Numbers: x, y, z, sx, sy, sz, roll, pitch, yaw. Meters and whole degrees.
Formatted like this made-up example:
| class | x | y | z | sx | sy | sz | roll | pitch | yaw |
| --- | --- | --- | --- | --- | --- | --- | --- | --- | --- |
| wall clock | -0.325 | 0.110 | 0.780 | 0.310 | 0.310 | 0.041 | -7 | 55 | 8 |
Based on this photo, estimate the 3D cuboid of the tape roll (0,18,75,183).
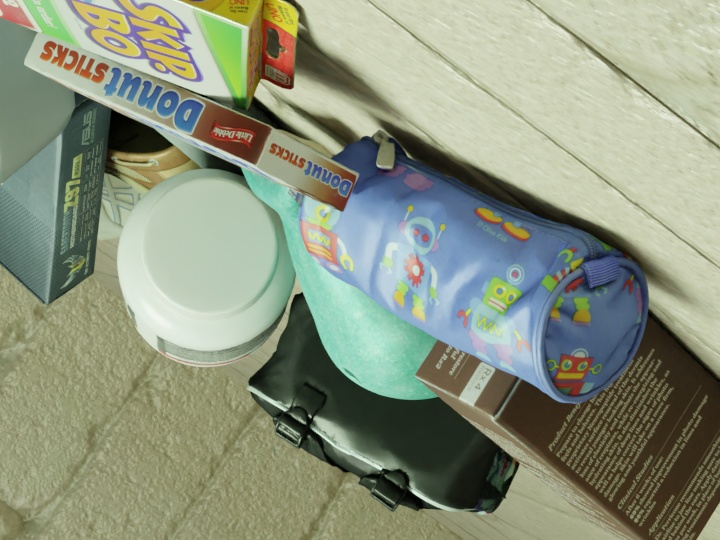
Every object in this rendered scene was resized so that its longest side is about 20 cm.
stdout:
| class | x | y | z | sx | sy | sz | roll | pitch | yaw |
| --- | --- | --- | --- | --- | --- | --- | --- | --- | --- |
| tape roll | -0.265 | -0.144 | 1.600 | 0.200 | 0.066 | 0.201 | 36 | 150 | 24 |

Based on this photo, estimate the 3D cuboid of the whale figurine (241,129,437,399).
| class | x | y | z | sx | sy | sz | roll | pitch | yaw |
| --- | --- | --- | --- | --- | --- | --- | --- | --- | --- |
| whale figurine | 0.000 | 0.000 | 1.515 | 0.200 | 0.104 | 0.159 | 40 | 171 | -34 |

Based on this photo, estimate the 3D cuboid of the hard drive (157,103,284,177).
| class | x | y | z | sx | sy | sz | roll | pitch | yaw |
| --- | --- | --- | --- | --- | --- | --- | --- | --- | --- |
| hard drive | -0.093 | -0.091 | 1.613 | 0.200 | 0.033 | 0.139 | 39 | 171 | -38 |

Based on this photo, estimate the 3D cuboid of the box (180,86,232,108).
| class | x | y | z | sx | sy | sz | roll | pitch | yaw |
| --- | --- | --- | --- | --- | --- | --- | --- | --- | --- |
| box | -0.155 | -0.157 | 1.430 | 0.137 | 0.040 | 0.200 | 38 | 171 | -36 |

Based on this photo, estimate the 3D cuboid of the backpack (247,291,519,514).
| class | x | y | z | sx | sy | sz | roll | pitch | yaw |
| --- | --- | --- | --- | --- | --- | --- | --- | --- | --- |
| backpack | 0.032 | 0.077 | 1.686 | 0.177 | 0.151 | 0.200 | 30 | 174 | 12 |

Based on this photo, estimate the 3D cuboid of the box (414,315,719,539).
| class | x | y | z | sx | sy | sz | roll | pitch | yaw |
| --- | --- | --- | --- | --- | --- | --- | --- | --- | --- |
| box | 0.128 | 0.073 | 1.440 | 0.075 | 0.100 | 0.200 | 26 | 169 | 45 |

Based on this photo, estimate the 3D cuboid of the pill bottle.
| class | x | y | z | sx | sy | sz | roll | pitch | yaw |
| --- | --- | --- | --- | --- | --- | --- | --- | --- | --- |
| pill bottle | -0.095 | -0.002 | 1.626 | 0.110 | 0.111 | 0.200 | 34 | 172 | 0 |

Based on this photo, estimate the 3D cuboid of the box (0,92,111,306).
| class | x | y | z | sx | sy | sz | roll | pitch | yaw |
| --- | --- | --- | --- | --- | --- | --- | --- | --- | --- |
| box | -0.237 | -0.093 | 1.740 | 0.158 | 0.051 | 0.201 | 40 | 146 | 20 |

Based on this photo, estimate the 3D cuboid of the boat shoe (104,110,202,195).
| class | x | y | z | sx | sy | sz | roll | pitch | yaw |
| --- | --- | --- | --- | --- | --- | --- | --- | --- | --- |
| boat shoe | -0.174 | -0.105 | 1.763 | 0.199 | 0.076 | 0.074 | 20 | 162 | 30 |

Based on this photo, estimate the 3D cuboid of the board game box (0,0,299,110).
| class | x | y | z | sx | sy | sz | roll | pitch | yaw |
| --- | --- | --- | --- | --- | --- | --- | --- | --- | --- |
| board game box | -0.126 | -0.135 | 1.289 | 0.199 | 0.030 | 0.096 | 19 | 159 | 4 |

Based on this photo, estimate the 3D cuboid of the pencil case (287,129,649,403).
| class | x | y | z | sx | sy | sz | roll | pitch | yaw |
| --- | --- | --- | --- | --- | --- | --- | --- | --- | --- |
| pencil case | 0.054 | -0.007 | 1.344 | 0.078 | 0.087 | 0.199 | -20 | -145 | -38 |

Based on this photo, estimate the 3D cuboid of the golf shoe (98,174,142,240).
| class | x | y | z | sx | sy | sz | roll | pitch | yaw |
| --- | --- | --- | --- | --- | --- | --- | --- | --- | --- |
| golf shoe | -0.203 | -0.053 | 2.104 | 0.200 | 0.098 | 0.078 | 37 | 170 | -33 |

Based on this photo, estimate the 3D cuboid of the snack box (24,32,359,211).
| class | x | y | z | sx | sy | sz | roll | pitch | yaw |
| --- | --- | --- | --- | --- | --- | --- | --- | --- | --- |
| snack box | -0.091 | -0.080 | 1.375 | 0.199 | 0.024 | 0.072 | 25 | 179 | 43 |
